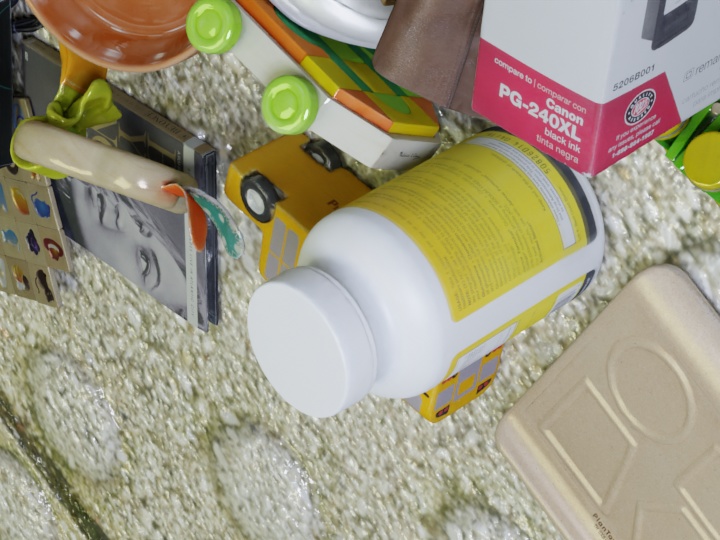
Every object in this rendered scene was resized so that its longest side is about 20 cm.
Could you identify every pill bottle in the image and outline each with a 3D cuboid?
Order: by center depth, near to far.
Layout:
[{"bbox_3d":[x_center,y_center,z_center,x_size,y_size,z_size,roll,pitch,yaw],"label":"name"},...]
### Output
[{"bbox_3d":[0.036,0.003,1.438,0.112,0.199,0.113,29,134,36],"label":"pill bottle"}]

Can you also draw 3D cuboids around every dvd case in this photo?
[{"bbox_3d":[-0.171,-0.061,1.814,0.199,0.016,0.150,32,135,35],"label":"dvd case"}]

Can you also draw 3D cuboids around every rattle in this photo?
[{"bbox_3d":[-0.131,-0.098,1.665,0.130,0.143,0.200,39,167,-32],"label":"rattle"}]

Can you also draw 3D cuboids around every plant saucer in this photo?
[{"bbox_3d":[-0.147,-0.226,1.620,0.199,0.032,0.202,12,113,31],"label":"plant saucer"}]

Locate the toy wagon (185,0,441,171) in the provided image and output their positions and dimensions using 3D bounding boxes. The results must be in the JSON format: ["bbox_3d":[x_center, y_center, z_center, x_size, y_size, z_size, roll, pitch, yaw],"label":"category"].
[{"bbox_3d":[-0.040,-0.132,1.491,0.200,0.155,0.040,47,110,20],"label":"toy wagon"}]

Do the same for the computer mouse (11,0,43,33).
[{"bbox_3d":[-0.218,-0.210,1.756,0.059,0.034,0.200,57,145,4],"label":"computer mouse"}]

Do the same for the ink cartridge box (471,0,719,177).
[{"bbox_3d":[0.138,-0.168,1.238,0.083,0.145,0.201,34,137,30],"label":"ink cartridge box"}]

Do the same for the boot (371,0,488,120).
[{"bbox_3d":[0.027,-0.170,1.325,0.185,0.064,0.201,16,132,-2],"label":"boot"}]

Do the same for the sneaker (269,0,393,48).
[{"bbox_3d":[-0.031,-0.211,1.438,0.200,0.075,0.100,51,145,-5],"label":"sneaker"}]

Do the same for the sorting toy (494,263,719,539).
[{"bbox_3d":[0.181,0.113,1.480,0.186,0.036,0.200,53,140,11],"label":"sorting toy"}]

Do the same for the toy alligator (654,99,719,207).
[{"bbox_3d":[0.168,-0.090,1.343,0.054,0.059,0.200,-46,61,8],"label":"toy alligator"}]

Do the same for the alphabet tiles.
[{"bbox_3d":[-0.273,-0.072,1.927,0.166,0.006,0.201,12,120,53],"label":"alphabet tiles"}]

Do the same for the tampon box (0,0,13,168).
[{"bbox_3d":[-0.355,-0.164,1.861,0.200,0.126,0.151,40,140,38],"label":"tampon box"}]

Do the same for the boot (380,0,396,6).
[{"bbox_3d":[0.028,-0.255,1.386,0.155,0.074,0.200,49,131,15],"label":"boot"}]

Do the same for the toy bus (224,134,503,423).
[{"bbox_3d":[0.000,0.000,1.599,0.200,0.065,0.079,40,142,27],"label":"toy bus"}]
